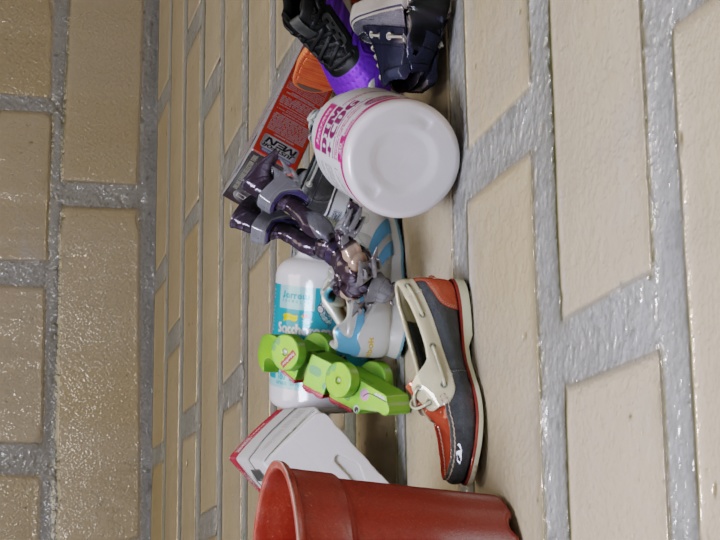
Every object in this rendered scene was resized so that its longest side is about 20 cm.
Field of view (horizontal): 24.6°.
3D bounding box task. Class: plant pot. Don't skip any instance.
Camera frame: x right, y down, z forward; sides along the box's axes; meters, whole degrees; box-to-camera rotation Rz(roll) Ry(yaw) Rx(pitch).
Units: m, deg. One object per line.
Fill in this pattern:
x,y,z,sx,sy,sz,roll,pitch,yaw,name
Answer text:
0.022,0.261,1.380,0.201,0.195,0.201,-177,90,-76,plant pot

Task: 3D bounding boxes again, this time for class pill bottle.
-0.043,0.054,1.840,0.111,0.111,0.200,-164,76,-75,pill bottle
0.017,-0.121,1.629,0.200,0.113,0.114,-142,56,-73,pill bottle

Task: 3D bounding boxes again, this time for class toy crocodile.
-0.032,0.110,1.728,0.200,0.067,0.062,25,106,34,toy crocodile

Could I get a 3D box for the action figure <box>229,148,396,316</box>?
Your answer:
-0.035,-0.029,1.646,0.200,0.069,0.130,37,143,16,action figure

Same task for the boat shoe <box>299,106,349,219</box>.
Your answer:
-0.028,-0.154,1.838,0.074,0.068,0.200,132,154,-71,boat shoe

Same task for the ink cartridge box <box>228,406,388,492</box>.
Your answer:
-0.049,0.224,1.749,0.147,0.083,0.200,48,166,-5,ink cartridge box

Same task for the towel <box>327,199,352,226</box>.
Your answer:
-0.028,-0.088,1.991,0.200,0.035,0.193,-126,43,-71,towel

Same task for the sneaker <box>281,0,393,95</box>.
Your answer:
-0.039,-0.252,1.769,0.070,0.099,0.200,-31,78,28,sneaker

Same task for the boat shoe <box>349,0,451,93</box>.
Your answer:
0.032,-0.224,1.667,0.200,0.075,0.093,-178,97,-76,boat shoe

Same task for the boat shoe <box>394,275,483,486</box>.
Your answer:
0.070,0.098,1.490,0.071,0.063,0.200,126,143,-62,boat shoe

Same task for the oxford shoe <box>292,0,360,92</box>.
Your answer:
-0.020,-0.280,1.896,0.200,0.071,0.073,-49,32,45,oxford shoe

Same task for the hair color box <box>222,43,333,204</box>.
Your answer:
-0.090,-0.175,1.993,0.111,0.064,0.200,-50,14,53,hair color box

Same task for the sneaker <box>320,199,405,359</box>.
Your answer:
0.000,0.000,1.746,0.077,0.081,0.200,108,160,-51,sneaker

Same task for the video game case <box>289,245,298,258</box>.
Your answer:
-0.063,0.071,2.031,0.200,0.022,0.182,98,163,-50,video game case

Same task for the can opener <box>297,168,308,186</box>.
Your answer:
-0.069,-0.103,1.980,0.200,0.053,0.067,151,123,-72,can opener
